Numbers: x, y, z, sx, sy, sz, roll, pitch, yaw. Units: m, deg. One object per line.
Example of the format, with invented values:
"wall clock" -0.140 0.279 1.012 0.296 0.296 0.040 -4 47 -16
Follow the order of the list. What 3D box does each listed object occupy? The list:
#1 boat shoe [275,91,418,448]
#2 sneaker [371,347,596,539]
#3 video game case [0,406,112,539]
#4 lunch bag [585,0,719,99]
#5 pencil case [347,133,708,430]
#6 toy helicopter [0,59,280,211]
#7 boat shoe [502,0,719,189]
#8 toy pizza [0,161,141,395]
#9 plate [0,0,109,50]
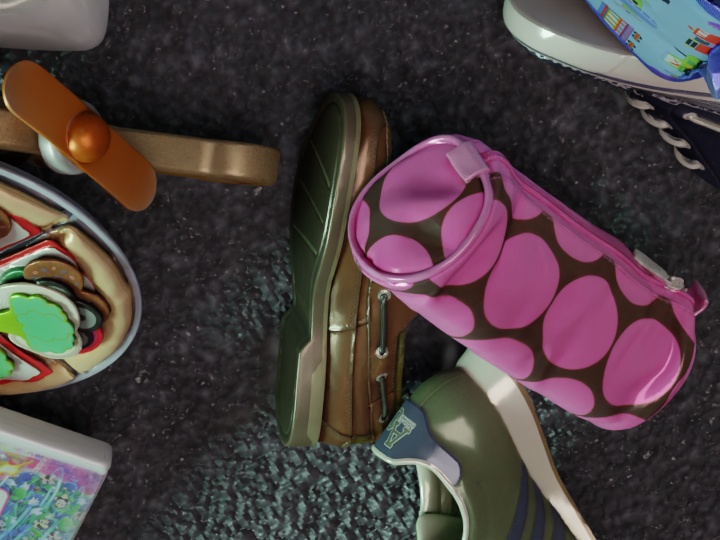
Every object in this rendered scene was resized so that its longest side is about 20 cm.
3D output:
"boat shoe" 0.000 0.000 1.062 0.068 0.072 0.201 1 120 -15
"sneaker" 0.070 0.140 1.109 0.090 0.067 0.201 -35 118 -15
"video game case" -0.255 0.131 1.072 0.199 0.024 0.183 21 120 -16
"lunch bag" 0.120 -0.168 0.922 0.094 0.151 0.201 -27 87 -5
"pencil case" 0.089 0.004 1.028 0.094 0.091 0.200 -38 136 24
"toy helicopter" -0.128 -0.063 0.983 0.199 0.132 0.079 6 87 -25
"boat shoe" 0.165 -0.089 1.048 0.199 0.075 0.093 15 135 4
"toy pizza" -0.206 0.010 0.992 0.199 0.032 0.201 5 143 4
"plate" -0.218 -0.199 0.962 0.199 0.032 0.201 0 111 -9
